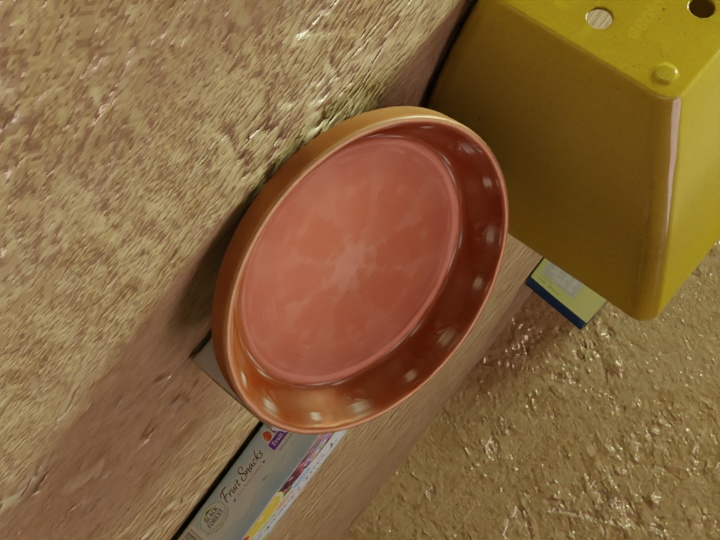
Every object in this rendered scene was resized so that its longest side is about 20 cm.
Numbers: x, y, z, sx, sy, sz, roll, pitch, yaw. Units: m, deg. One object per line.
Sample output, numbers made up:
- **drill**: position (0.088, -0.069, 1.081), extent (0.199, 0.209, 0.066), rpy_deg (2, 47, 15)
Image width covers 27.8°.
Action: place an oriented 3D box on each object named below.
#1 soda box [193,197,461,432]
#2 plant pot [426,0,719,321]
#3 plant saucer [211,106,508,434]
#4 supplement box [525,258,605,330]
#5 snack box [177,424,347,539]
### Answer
- **soda box**: position (-0.012, 0.003, 0.906), extent (0.200, 0.068, 0.064), rpy_deg (-51, 171, -1)
- **plant pot**: position (0.166, -0.129, 0.915), extent (0.200, 0.199, 0.177), rpy_deg (-47, 159, -21)
- **plant saucer**: position (0.000, 0.000, 0.826), extent (0.199, 0.032, 0.202), rpy_deg (-23, 130, -30)
- **supplement box**: position (0.431, -0.032, 2.631), extent (0.200, 0.134, 0.200), rpy_deg (-55, 169, 26)
- **snack box**: position (-0.081, 0.186, 1.324), extent (0.200, 0.053, 0.142), rpy_deg (-53, 172, 13)
